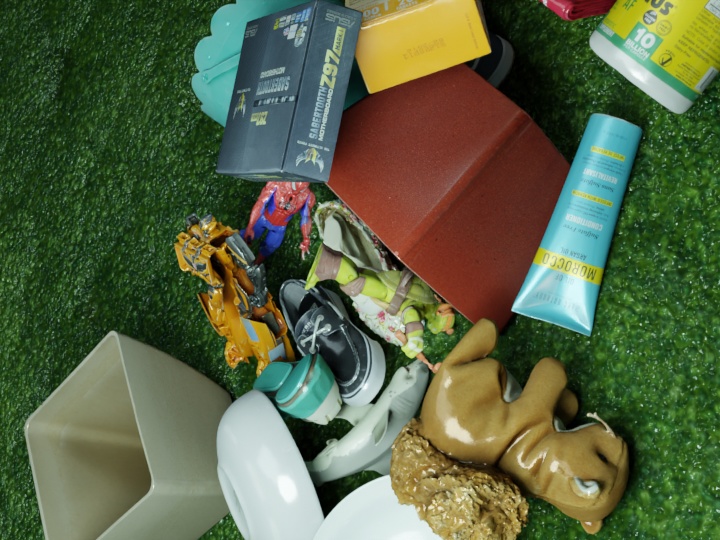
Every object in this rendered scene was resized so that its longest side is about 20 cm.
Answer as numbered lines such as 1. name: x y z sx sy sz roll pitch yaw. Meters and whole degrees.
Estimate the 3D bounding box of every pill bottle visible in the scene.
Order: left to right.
1. pill bottle: 0.306 -0.251 1.148 0.200 0.112 0.113 -53 49 17

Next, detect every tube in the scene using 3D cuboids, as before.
1. tube: 0.210 -0.045 1.215 0.077 0.050 0.201 18 90 11

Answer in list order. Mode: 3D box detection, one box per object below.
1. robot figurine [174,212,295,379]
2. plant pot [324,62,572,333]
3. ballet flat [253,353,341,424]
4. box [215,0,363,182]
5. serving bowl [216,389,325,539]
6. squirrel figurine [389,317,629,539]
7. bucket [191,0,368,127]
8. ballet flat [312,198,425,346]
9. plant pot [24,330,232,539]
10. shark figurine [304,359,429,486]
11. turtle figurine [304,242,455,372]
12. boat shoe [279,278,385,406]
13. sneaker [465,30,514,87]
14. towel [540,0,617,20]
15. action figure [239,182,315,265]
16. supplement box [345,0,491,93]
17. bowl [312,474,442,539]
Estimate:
1. robot figurine: -0.140 0.029 1.420 0.058 0.201 0.145 -37 33 -23
2. plant pot: 0.092 -0.087 1.250 0.176 0.200 0.200 -46 50 5
3. ballet flat: -0.055 0.125 1.320 0.068 0.070 0.200 -56 11 -13
4. box: -0.072 -0.164 1.220 0.200 0.051 0.159 11 90 67
5. serving bowl: -0.101 0.227 1.324 0.200 0.066 0.201 55 158 35
6. squirrel figurine: 0.133 0.174 1.146 0.186 0.142 0.200 36 67 24
7. bucket: -0.067 -0.214 1.423 0.135 0.207 0.208 41 105 36
8. ballet flat: 0.000 0.000 1.384 0.076 0.064 0.200 -47 51 21
9. plant pot: -0.238 0.215 1.451 0.200 0.177 0.200 -42 52 30
10. shark figurine: -0.001 0.194 1.322 0.214 0.090 0.128 -37 21 19
11. turtle figurine: 0.029 0.025 1.240 0.200 0.161 0.065 -81 15 -70
12. boat shoe: -0.037 0.069 1.361 0.072 0.068 0.200 -51 35 14
13. sneaker: 0.064 -0.177 1.347 0.200 0.108 0.070 -52 50 16
14. towel: 0.161 -0.301 1.250 0.200 0.144 0.023 39 125 25
15. action figure: -0.104 -0.031 1.433 0.200 0.065 0.099 -53 21 45
16. supplement box: 0.052 -0.265 1.267 0.125 0.074 0.200 -18 32 10
17. bowl: 0.052 0.299 1.207 0.200 0.090 0.202 -13 55 19
